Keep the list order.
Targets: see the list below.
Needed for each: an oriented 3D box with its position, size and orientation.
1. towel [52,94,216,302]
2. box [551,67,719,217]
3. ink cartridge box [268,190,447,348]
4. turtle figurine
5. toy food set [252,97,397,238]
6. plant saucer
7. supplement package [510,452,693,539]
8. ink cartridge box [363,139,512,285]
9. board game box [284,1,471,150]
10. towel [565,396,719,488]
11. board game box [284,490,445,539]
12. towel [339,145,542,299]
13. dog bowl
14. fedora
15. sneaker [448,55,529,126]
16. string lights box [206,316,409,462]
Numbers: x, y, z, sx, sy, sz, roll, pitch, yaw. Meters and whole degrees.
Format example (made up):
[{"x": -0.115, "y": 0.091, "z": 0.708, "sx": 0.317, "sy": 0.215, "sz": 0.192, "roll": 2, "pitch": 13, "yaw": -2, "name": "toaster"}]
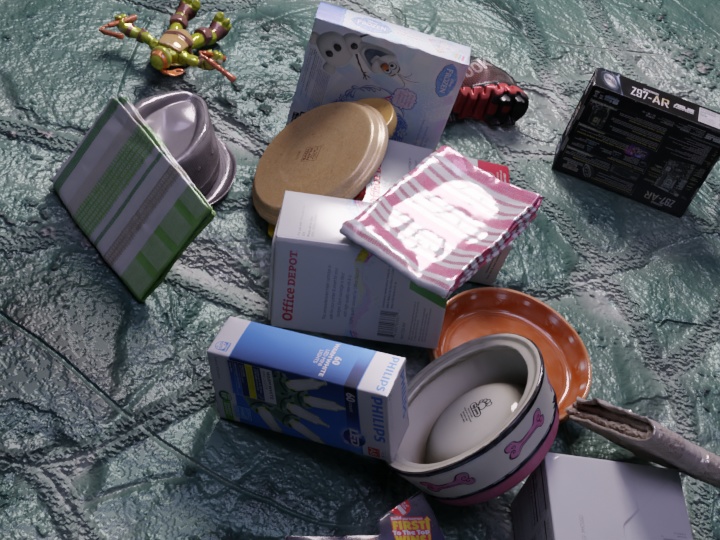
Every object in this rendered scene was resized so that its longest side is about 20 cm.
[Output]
[{"x": -0.261, "y": -0.084, "z": 1.426, "sx": 0.200, "sy": 0.149, "sz": 0.031, "roll": 49, "pitch": 22, "yaw": 22, "name": "towel"}, {"x": 0.383, "y": -0.173, "z": 1.703, "sx": 0.199, "sy": 0.160, "sz": 0.044, "roll": 20, "pitch": 47, "yaw": 1, "name": "box"}, {"x": 0.000, "y": 0.000, "z": 1.407, "sx": 0.199, "sy": 0.146, "sz": 0.088, "roll": 6, "pitch": 45, "yaw": -1, "name": "ink cartridge box"}, {"x": -0.236, "y": -0.302, "z": 1.670, "sx": 0.199, "sy": 0.065, "sz": 0.161, "roll": 20, "pitch": 38, "yaw": 10, "name": "turtle figurine"}, {"x": -0.049, "y": -0.129, "z": 1.524, "sx": 0.197, "sy": 0.049, "sz": 0.201, "roll": -17, "pitch": 47, "yaw": 25, "name": "toy food set"}, {"x": 0.175, "y": 0.106, "z": 1.472, "sx": 0.199, "sy": 0.032, "sz": 0.201, "roll": 9, "pitch": 48, "yaw": -10, "name": "plant saucer"}, {"x": 0.250, "y": 0.306, "z": 1.264, "sx": 0.155, "sy": 0.111, "sz": 0.201, "roll": 9, "pitch": 48, "yaw": -11, "name": "supplement package"}, {"x": 0.083, "y": -0.078, "z": 1.567, "sx": 0.199, "sy": 0.083, "sz": 0.146, "roll": 12, "pitch": 47, "yaw": -9, "name": "ink cartridge box"}, {"x": 0.017, "y": -0.226, "z": 1.595, "sx": 0.198, "sy": 0.200, "sz": 0.043, "roll": 17, "pitch": 45, "yaw": -4, "name": "board game box"}, {"x": 0.314, "y": 0.184, "z": 1.343, "sx": 0.132, "sy": 0.200, "sz": 0.035, "roll": 28, "pitch": 85, "yaw": -17, "name": "towel"}, {"x": 0.023, "y": 0.315, "z": 1.212, "sx": 0.199, "sy": 0.062, "sz": 0.200, "roll": 3, "pitch": 48, "yaw": -16, "name": "board game box"}, {"x": 0.090, "y": -0.059, "z": 1.355, "sx": 0.146, "sy": 0.030, "sz": 0.200, "roll": 31, "pitch": 48, "yaw": 23, "name": "towel"}, {"x": 0.120, "y": 0.161, "z": 1.307, "sx": 0.074, "sy": 0.200, "sz": 0.200, "roll": 53, "pitch": 42, "yaw": -23, "name": "dog bowl"}, {"x": -0.236, "y": -0.155, "z": 1.520, "sx": 0.176, "sy": 0.090, "sz": 0.200, "roll": 30, "pitch": 47, "yaw": 9, "name": "fedora"}, {"x": 0.136, "y": -0.258, "z": 1.755, "sx": 0.200, "sy": 0.071, "sz": 0.098, "roll": 1, "pitch": 50, "yaw": -21, "name": "sneaker"}, {"x": -0.052, "y": 0.122, "z": 1.289, "sx": 0.199, "sy": 0.103, "sz": 0.059, "roll": 12, "pitch": 44, "yaw": 19, "name": "string lights box"}]
